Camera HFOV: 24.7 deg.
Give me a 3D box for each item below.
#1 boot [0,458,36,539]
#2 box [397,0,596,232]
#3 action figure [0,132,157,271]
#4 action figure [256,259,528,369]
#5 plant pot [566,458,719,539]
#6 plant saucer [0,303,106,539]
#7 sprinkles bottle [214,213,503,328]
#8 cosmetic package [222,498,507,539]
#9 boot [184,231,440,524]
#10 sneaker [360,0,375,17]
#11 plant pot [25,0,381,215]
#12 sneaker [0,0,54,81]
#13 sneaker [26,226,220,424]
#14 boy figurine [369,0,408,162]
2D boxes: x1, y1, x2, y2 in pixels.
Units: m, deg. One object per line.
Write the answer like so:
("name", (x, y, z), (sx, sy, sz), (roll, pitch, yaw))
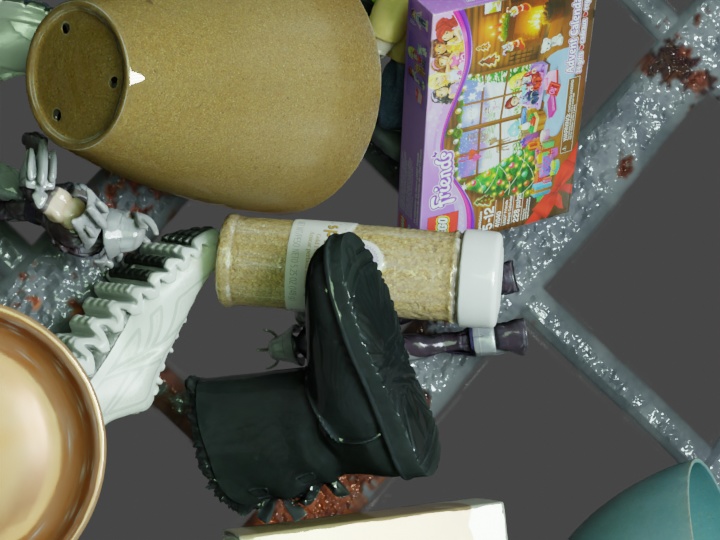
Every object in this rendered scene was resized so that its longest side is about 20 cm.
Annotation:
("boot", (-0.290, 0.139, 1.107), (0.145, 0.070, 0.202), (-11, 104, -4))
("box", (0.098, -0.117, 1.197), (0.136, 0.039, 0.201), (-16, 130, -22))
("action figure", (-0.232, -0.052, 1.117), (0.199, 0.130, 0.070), (15, 64, 6))
("action figure", (0.022, 0.046, 1.214), (0.198, 0.069, 0.131), (-9, 92, -2))
("plant pot", (0.207, 0.251, 1.192), (0.134, 0.200, 0.202), (-18, 88, 20))
("plant saucer", (-0.266, 0.118, 1.065), (0.199, 0.037, 0.202), (1, 86, -16))
("sprinkles bottle", (0.000, 0.000, 1.157), (0.198, 0.068, 0.069), (4, 82, 7))
("cosmetic package", (0.006, 0.227, 1.185), (0.198, 0.071, 0.106), (-6, 86, -16))
("boot", (-0.046, 0.078, 1.134), (0.161, 0.073, 0.199), (-11, 115, 22))
("sneaker", (-0.028, -0.192, 1.220), (0.071, 0.083, 0.200), (44, 76, -6))
("plant pot", (-0.119, -0.127, 1.091), (0.199, 0.185, 0.188), (-6, 84, -53))
("sneaker", (-0.282, -0.156, 1.164), (0.198, 0.075, 0.088), (4, 94, -8))
("sneaker", (-0.164, 0.050, 1.169), (0.200, 0.075, 0.081), (-47, 115, -17))
("boy figurine", (0.062, -0.182, 1.199), (0.124, 0.064, 0.201), (-5, 125, -30))
